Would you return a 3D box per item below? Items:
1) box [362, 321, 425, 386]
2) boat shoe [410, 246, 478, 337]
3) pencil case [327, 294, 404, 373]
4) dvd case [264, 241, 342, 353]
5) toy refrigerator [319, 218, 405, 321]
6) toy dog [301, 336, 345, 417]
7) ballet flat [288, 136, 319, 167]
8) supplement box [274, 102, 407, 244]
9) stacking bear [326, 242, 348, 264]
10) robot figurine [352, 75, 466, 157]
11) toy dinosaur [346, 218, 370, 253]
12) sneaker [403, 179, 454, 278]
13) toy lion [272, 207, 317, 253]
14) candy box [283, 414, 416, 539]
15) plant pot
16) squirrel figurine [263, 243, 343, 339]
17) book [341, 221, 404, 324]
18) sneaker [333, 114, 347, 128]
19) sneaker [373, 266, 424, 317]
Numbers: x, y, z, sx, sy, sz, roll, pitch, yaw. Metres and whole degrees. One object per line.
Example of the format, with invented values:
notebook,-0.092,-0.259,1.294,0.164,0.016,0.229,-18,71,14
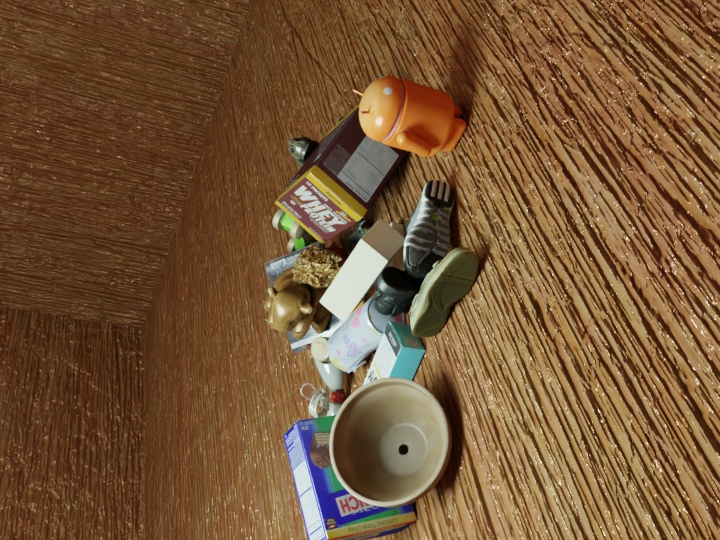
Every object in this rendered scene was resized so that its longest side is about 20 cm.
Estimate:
box,0.049,0.199,1.641,0.083,0.049,0.202,-117,43,-56
boat shoe,0.130,0.027,1.499,0.202,0.072,0.064,112,154,-44
pencil case,0.007,0.121,1.738,0.200,0.082,0.092,133,143,-52
dvd case,-0.109,0.057,1.927,0.147,0.016,0.202,-21,86,23
toy refrigerator,0.000,0.000,1.677,0.076,0.070,0.200,-48,-6,-43
toy dog,-0.075,0.218,1.858,0.095,0.132,0.202,-2,66,38
ballet flat,-0.124,-0.255,1.959,0.200,0.046,0.068,-27,-39,-86
supplement box,-0.037,-0.191,1.824,0.201,0.132,0.197,-56,13,-26
stacking bear,-0.082,0.037,1.979,0.201,0.113,0.122,-61,27,27
robot figurine,0.083,-0.266,1.582,0.116,0.198,0.146,167,114,-67
toy dinosaur,0.004,-0.089,1.905,0.200,0.047,0.089,168,105,-70
sneaker,0.108,-0.050,1.581,0.116,0.074,0.202,121,171,-56
toy lion,-0.094,-0.126,1.988,0.193,0.068,0.200,-57,-22,-14
candy box,-0.020,0.344,1.524,0.077,0.167,0.202,-51,50,52
plant pot,0.058,0.280,1.468,0.198,0.093,0.203,-8,67,20
squirrel figurine,-0.119,0.037,1.813,0.202,0.141,0.187,-61,-8,8
book,0.026,0.011,1.798,0.200,0.048,0.135,-45,38,51
sneaker,-0.059,-0.268,2.002,0.088,0.077,0.200,-25,20,53
sneaker,0.059,0.043,1.560,0.060,0.199,0.104,48,114,14
